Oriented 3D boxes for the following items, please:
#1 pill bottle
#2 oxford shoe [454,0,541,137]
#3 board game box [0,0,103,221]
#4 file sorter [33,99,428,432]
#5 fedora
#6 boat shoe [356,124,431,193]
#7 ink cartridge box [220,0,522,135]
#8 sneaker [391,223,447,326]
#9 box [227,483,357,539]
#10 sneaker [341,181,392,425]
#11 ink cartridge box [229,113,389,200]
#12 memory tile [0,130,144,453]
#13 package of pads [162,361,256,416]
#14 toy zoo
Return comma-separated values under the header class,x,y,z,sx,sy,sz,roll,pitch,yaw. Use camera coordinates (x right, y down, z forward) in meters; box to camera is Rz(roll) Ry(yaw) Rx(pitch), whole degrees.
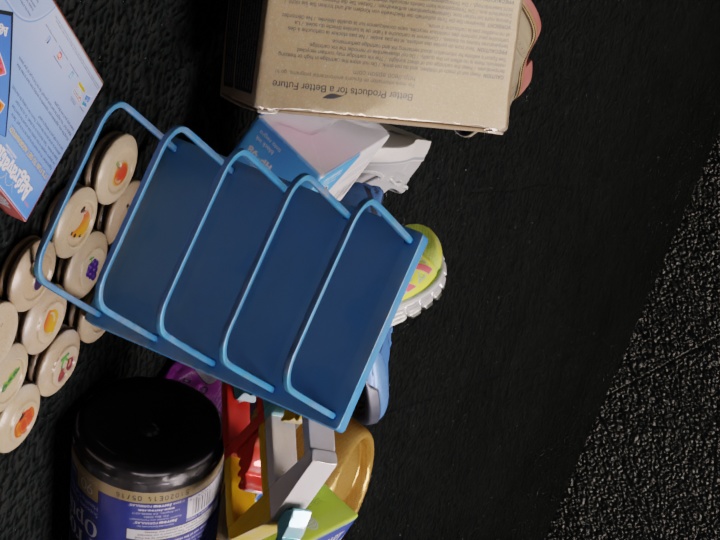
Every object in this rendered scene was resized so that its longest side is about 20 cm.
class,x,y,z,sx,sy,sz,roll,pitch,yaw
pill bottle,-0.160,0.187,1.416,0.112,0.111,0.201,-47,153,-48
oxford shoe,0.095,-0.169,1.493,0.075,0.070,0.200,-56,158,-17
board game box,-0.204,-0.113,1.084,0.103,0.019,0.200,-64,162,-17
file sorter,-0.085,-0.006,1.216,0.139,0.199,0.123,-66,160,-6
fedora,-0.046,0.169,1.527,0.201,0.082,0.201,-50,155,-33
boat shoe,0.007,-0.092,1.663,0.200,0.072,0.069,-28,137,-77
ink cartridge box,0.012,-0.187,1.321,0.199,0.075,0.166,3,101,-28
sneaker,0.000,0.000,1.463,0.200,0.078,0.091,-40,120,-49
box,-0.082,0.237,1.426,0.200,0.048,0.122,-57,162,22
sneaker,0.009,0.026,1.594,0.078,0.066,0.201,-11,91,-29
ink cartridge box,-0.077,-0.037,1.407,0.200,0.067,0.116,-51,173,31
memory tile,-0.196,0.015,1.265,0.200,0.017,0.154,-57,159,-31
package of pads,-0.113,0.138,1.556,0.121,0.075,0.200,-56,159,-31
toy zoo,-0.059,0.098,1.308,0.131,0.020,0.201,-46,-140,47
